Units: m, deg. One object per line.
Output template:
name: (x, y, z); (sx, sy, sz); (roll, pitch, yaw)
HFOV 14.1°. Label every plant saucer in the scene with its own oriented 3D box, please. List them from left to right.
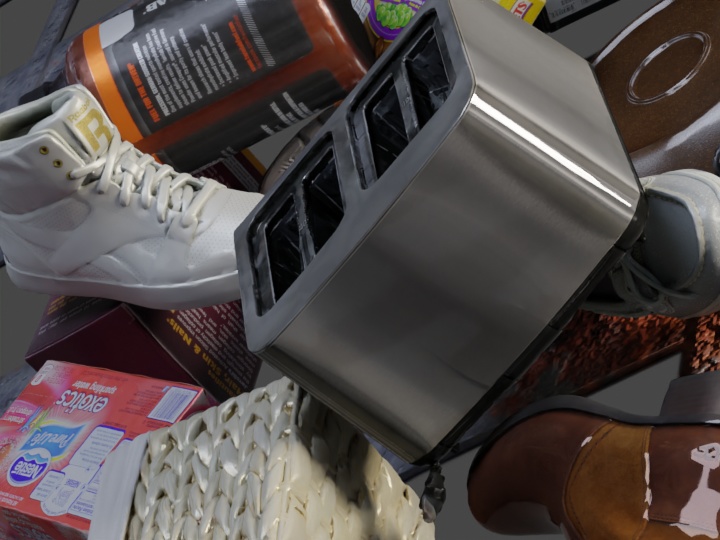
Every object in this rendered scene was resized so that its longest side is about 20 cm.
plant saucer: (0.177, -0.103, 1.614); (0.200, 0.032, 0.200); (-33, 27, 19)

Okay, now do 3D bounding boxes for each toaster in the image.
toaster: (0.037, -0.019, 1.406); (0.181, 0.119, 0.200); (-50, 22, 19)

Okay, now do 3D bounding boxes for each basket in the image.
basket: (-0.048, 0.161, 1.396); (0.123, 0.136, 0.200); (-30, 27, 21)

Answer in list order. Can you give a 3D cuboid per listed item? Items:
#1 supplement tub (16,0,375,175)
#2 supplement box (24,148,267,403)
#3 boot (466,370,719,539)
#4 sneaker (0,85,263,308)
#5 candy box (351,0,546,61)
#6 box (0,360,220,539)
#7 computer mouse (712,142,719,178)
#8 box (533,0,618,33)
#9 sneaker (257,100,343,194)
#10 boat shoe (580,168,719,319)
supplement tub: (-0.099, -0.114, 1.711); (0.200, 0.107, 0.107); (-26, 27, 9)
supplement box: (-0.114, 0.009, 1.771); (0.086, 0.110, 0.200); (-27, 29, 32)
boot: (0.101, 0.152, 1.303); (0.188, 0.068, 0.200); (-12, 45, 37)
sneaker: (-0.129, -0.045, 1.623); (0.200, 0.116, 0.074); (0, 38, 26)
candy box: (0.042, -0.156, 1.715); (0.102, 0.026, 0.200); (-57, 29, 14)
box: (-0.131, 0.123, 1.593); (0.103, 0.095, 0.200); (-51, 25, -19)
computer mouse: (0.239, -0.107, 1.478); (0.109, 0.044, 0.200); (-7, 35, 16)
box: (0.133, -0.210, 1.774); (0.159, 0.046, 0.200); (-26, 21, -14)
sneaker: (0.013, -0.094, 1.809); (0.200, 0.078, 0.112); (-35, 19, -10)
boat shoe: (0.124, -0.010, 1.465); (0.065, 0.075, 0.202); (-10, 6, -27)
